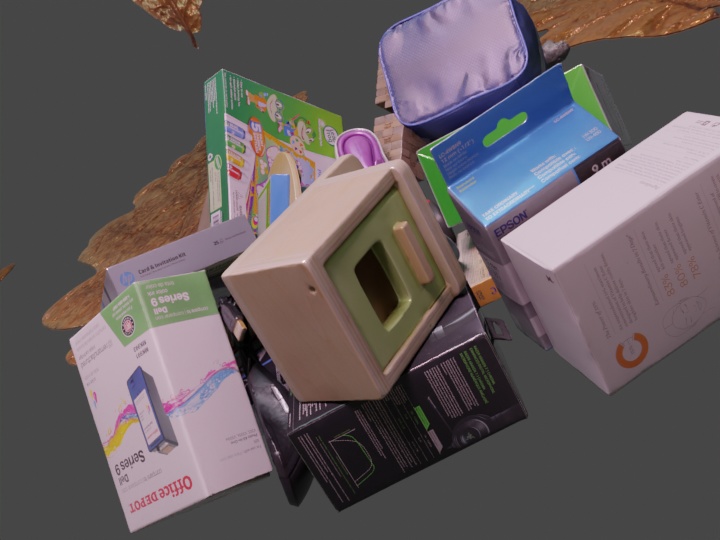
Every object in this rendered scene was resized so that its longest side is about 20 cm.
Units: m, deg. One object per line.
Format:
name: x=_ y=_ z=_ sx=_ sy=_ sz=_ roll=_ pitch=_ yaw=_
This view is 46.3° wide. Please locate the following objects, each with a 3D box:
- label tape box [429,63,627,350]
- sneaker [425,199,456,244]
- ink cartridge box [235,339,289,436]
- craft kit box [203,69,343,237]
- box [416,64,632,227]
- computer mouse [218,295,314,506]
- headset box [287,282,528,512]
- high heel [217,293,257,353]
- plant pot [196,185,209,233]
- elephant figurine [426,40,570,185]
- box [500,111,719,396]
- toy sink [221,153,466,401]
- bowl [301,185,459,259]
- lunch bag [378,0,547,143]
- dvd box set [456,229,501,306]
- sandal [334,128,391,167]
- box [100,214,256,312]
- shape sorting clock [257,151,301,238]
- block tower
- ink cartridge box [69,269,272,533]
label tape box: x=0.169 y=-0.054 z=0.743 sx=0.142 sy=0.202 sz=0.066 roll=-33 pitch=24 yaw=-4
sneaker: x=0.041 y=-0.038 z=1.056 sx=0.107 sy=0.068 sz=0.201 roll=-33 pitch=18 yaw=-9
ink cartridge box: x=-0.080 y=0.100 z=0.964 sx=0.198 sy=0.044 sz=0.199 roll=-30 pitch=21 yaw=3
craft kit box: x=-0.095 y=-0.117 z=1.019 sx=0.048 sy=0.195 sz=0.204 roll=-21 pitch=67 yaw=38
box: x=0.189 y=-0.135 z=0.943 sx=0.197 sy=0.098 sz=0.176 roll=-25 pitch=0 yaw=25
computer mouse: x=-0.082 y=0.107 z=0.783 sx=0.045 sy=0.142 sz=0.201 roll=-19 pitch=40 yaw=-9
headset box: x=0.040 y=0.089 z=0.760 sx=0.197 sy=0.094 sz=0.175 roll=-29 pitch=22 yaw=7
high heel: x=-0.155 y=0.069 z=0.969 sx=0.198 sy=0.068 sz=0.096 roll=-31 pitch=9 yaw=21
plant pot: x=-0.128 y=-0.082 z=1.119 sx=0.195 sy=0.178 sz=0.200 roll=1 pitch=-1 yaw=0
elephant figurine: x=0.187 y=-0.216 z=1.172 sx=0.195 sy=0.156 sz=0.144 roll=1 pitch=67 yaw=10
box: x=0.236 y=-0.018 z=0.684 sx=0.198 sy=0.126 sz=0.098 roll=-33 pitch=22 yaw=-5
toy sink: x=0.005 y=-0.007 z=0.710 sx=0.111 sy=0.132 sz=0.200 roll=-9 pitch=29 yaw=42
bowl: x=0.000 y=0.000 z=0.909 sx=0.199 sy=0.199 sz=0.107 roll=3 pitch=71 yaw=54
lunch bag: x=0.123 y=-0.237 z=1.019 sx=0.197 sy=0.139 sz=0.132 roll=-19 pitch=-15 yaw=25
dvd box set: x=0.198 y=-0.042 z=0.904 sx=0.197 sy=0.030 sz=0.147 roll=-27 pitch=22 yaw=16
sandal: x=0.013 y=-0.111 z=1.003 sx=0.081 sy=0.050 sz=0.204 roll=-25 pitch=48 yaw=-8
box: x=-0.203 y=0.018 z=0.921 sx=0.154 sy=0.042 sz=0.200 roll=-25 pitch=-11 yaw=-25
shape sorting clock: x=-0.079 y=-0.015 z=0.844 sx=0.038 sy=0.204 sz=0.200 roll=2 pitch=18 yaw=-12
block tower: x=0.054 y=-0.208 z=1.121 sx=0.053 sy=0.057 sz=0.205 roll=-8 pitch=73 yaw=40
ink cartridge box: x=-0.181 y=0.124 z=0.795 sx=0.087 sy=0.203 sz=0.144 roll=-12 pitch=-14 yaw=-48
